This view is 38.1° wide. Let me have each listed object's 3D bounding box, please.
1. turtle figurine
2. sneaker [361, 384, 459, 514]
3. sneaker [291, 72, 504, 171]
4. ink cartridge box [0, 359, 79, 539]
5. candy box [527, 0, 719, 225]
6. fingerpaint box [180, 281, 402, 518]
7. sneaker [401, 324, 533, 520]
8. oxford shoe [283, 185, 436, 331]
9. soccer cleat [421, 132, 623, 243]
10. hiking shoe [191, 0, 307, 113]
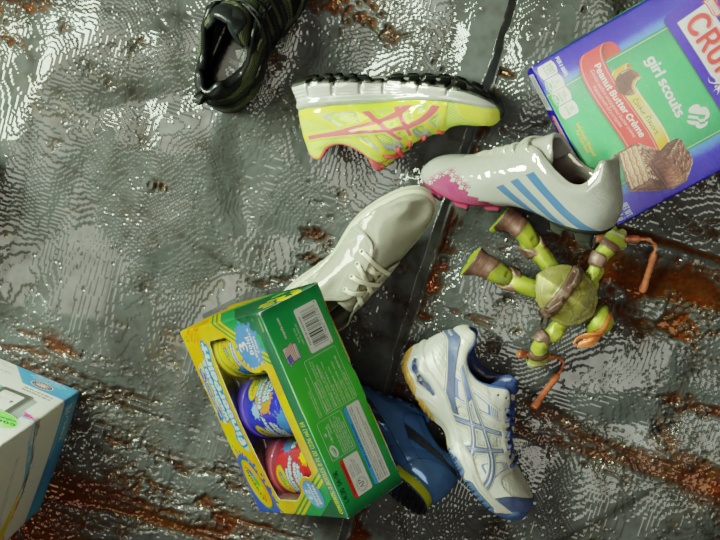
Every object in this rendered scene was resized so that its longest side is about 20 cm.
[{"bbox_3d":[0.179,0.024,0.995,0.161,0.064,0.200,35,99,-1],"label":"turtle figurine"},{"bbox_3d":[0.016,0.149,1.036,0.200,0.066,0.078,42,64,8],"label":"sneaker"},{"bbox_3d":[0.036,-0.139,0.986,0.199,0.078,0.091,2,106,10],"label":"sneaker"},{"bbox_3d":[-0.389,0.178,0.996,0.146,0.200,0.147,22,99,1],"label":"ink cartridge box"},{"bbox_3d":[0.280,-0.162,0.954,0.199,0.077,0.170,-29,96,8],"label":"candy box"},{"bbox_3d":[-0.070,0.126,0.978,0.073,0.167,0.201,-27,97,-34],"label":"fingerpaint box"},{"bbox_3d":[0.123,0.147,1.009,0.088,0.075,0.200,-31,95,14],"label":"sneaker"},{"bbox_3d":[0.000,0.000,0.997,0.200,0.058,0.075,-43,130,14],"label":"oxford shoe"},{"bbox_3d":[0.147,-0.092,0.948,0.199,0.070,0.087,18,124,30],"label":"soccer cleat"},{"bbox_3d":[-0.098,-0.240,0.963,0.075,0.101,0.201,21,99,1],"label":"hiking shoe"}]
